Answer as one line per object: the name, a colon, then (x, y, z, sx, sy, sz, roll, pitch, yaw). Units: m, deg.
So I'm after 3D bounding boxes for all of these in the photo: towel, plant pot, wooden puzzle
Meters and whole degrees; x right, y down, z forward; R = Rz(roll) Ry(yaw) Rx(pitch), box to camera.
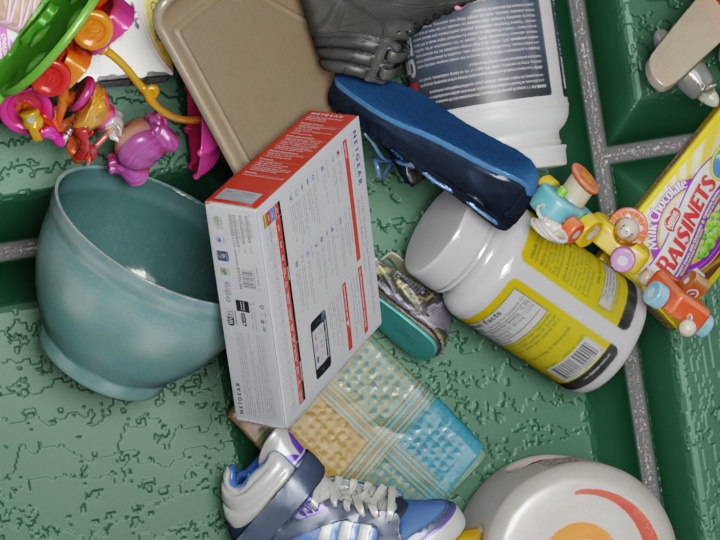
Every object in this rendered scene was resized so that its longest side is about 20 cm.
towel: (-0.002, 0.146, 1.755, 0.200, 0.022, 0.147, 44, 89, -7)
plant pot: (-0.192, 0.023, 1.652, 0.199, 0.201, 0.135, 26, 111, -10)
wooden puzzle: (-0.088, -0.169, 1.631, 0.185, 0.037, 0.201, -48, 121, -47)

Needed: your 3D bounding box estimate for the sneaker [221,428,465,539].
sneaker: (-0.024, 0.195, 1.700, 0.198, 0.081, 0.148, -19, 105, 12)

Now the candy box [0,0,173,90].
candy box: (-0.266, -0.224, 1.690, 0.198, 0.061, 0.138, -7, 92, -13)

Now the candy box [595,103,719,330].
candy box: (0.316, -0.053, 1.828, 0.102, 0.026, 0.200, 40, 82, -5)

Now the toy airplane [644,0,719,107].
toy airplane: (0.344, -0.237, 1.793, 0.198, 0.142, 0.200, -3, 52, -3)

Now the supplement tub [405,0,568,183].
supplement tub: (0.108, -0.184, 1.727, 0.139, 0.140, 0.202, -8, 91, -12)

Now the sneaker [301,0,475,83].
sneaker: (0.046, -0.210, 1.645, 0.198, 0.071, 0.100, -2, 107, 17)

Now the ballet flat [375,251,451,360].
ballet flat: (0.000, 0.000, 1.749, 0.200, 0.072, 0.072, 36, 83, -9)

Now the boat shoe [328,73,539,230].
boat shoe: (0.051, -0.097, 1.648, 0.199, 0.084, 0.069, 34, 124, 21)

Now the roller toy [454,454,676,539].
roller toy: (0.181, 0.256, 1.738, 0.200, 0.140, 0.183, 39, 82, -8)

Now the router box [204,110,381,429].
router box: (-0.050, -0.002, 1.605, 0.048, 0.180, 0.202, 8, 120, 26)

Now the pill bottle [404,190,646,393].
pill bottle: (0.145, 0.013, 1.733, 0.199, 0.114, 0.115, 33, 83, -19)

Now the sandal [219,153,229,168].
sandal: (-0.050, -0.161, 1.738, 0.200, 0.055, 0.082, -43, 112, -8)

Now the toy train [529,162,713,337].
toy train: (0.228, -0.026, 1.711, 0.199, 0.150, 0.056, 32, 104, -23)

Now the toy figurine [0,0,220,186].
toy figurine: (-0.201, -0.135, 1.626, 0.184, 0.151, 0.200, 38, 110, -24)
